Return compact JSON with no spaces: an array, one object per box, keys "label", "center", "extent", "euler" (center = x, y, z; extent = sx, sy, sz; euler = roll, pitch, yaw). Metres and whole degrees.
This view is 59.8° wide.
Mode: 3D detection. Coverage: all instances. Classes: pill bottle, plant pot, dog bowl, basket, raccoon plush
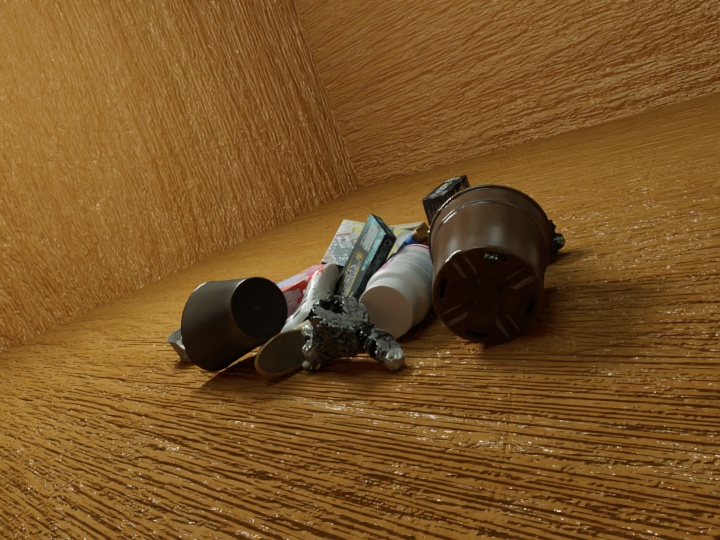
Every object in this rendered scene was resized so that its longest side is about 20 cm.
[{"label":"pill bottle","center":[0.076,0.035,1.091],"extent":[0.113,0.114,0.200],"euler":[-14,13,26]},{"label":"plant pot","center":[0.191,-0.003,0.932],"extent":[0.200,0.201,0.198],"euler":[-16,21,19]},{"label":"dog bowl","center":[-0.331,0.142,1.416],"extent":[0.200,0.059,0.200],"euler":[-19,13,4]},{"label":"basket","center":[-0.230,0.085,1.154],"extent":[0.136,0.181,0.200],"euler":[14,-21,-33]},{"label":"raccoon plush","center":[-0.027,0.134,0.982],"extent":[0.097,0.134,0.200],"euler":[-10,38,-31]}]

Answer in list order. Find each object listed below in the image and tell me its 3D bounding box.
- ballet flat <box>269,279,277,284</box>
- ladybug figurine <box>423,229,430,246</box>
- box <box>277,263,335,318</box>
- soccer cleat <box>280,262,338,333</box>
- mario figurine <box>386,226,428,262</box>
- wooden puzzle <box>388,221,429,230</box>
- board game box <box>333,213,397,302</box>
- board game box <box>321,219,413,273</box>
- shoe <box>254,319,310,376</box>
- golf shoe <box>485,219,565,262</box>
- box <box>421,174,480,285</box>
[{"label":"ballet flat","center":[-0.232,0.053,1.410],"extent":[0.069,0.071,0.200],"euler":[-60,-8,10]},{"label":"ladybug figurine","center":[0.204,-0.047,1.270],"extent":[0.199,0.072,0.136],"euler":[-9,-25,-2]},{"label":"box","center":[-0.132,0.069,1.316],"extent":[0.200,0.100,0.095],"euler":[-29,15,-35]},{"label":"soccer cleat","center":[-0.085,0.070,1.214],"extent":[0.085,0.069,0.200],"euler":[6,53,43]},{"label":"mario figurine","center":[0.075,-0.001,1.259],"extent":[0.200,0.106,0.124],"euler":[-39,30,31]},{"label":"wooden puzzle","center":[0.089,-0.073,1.552],"extent":[0.184,0.037,0.200],"euler":[-7,-13,18]},{"label":"board game box","center":[0.000,0.000,1.211],"extent":[0.028,0.200,0.135],"euler":[22,15,-19]},{"label":"board game box","center":[0.031,-0.040,1.379],"extent":[0.199,0.035,0.136],"euler":[11,53,21]},{"label":"shoe","center":[-0.105,0.132,1.103],"extent":[0.200,0.070,0.053],"euler":[-30,-12,-37]},{"label":"golf shoe","center":[0.286,-0.021,1.145],"extent":[0.200,0.077,0.088],"euler":[-24,-8,-28]},{"label":"box","center":[0.181,-0.057,1.121],"extent":[0.049,0.201,0.161],"euler":[-12,15,26]}]
